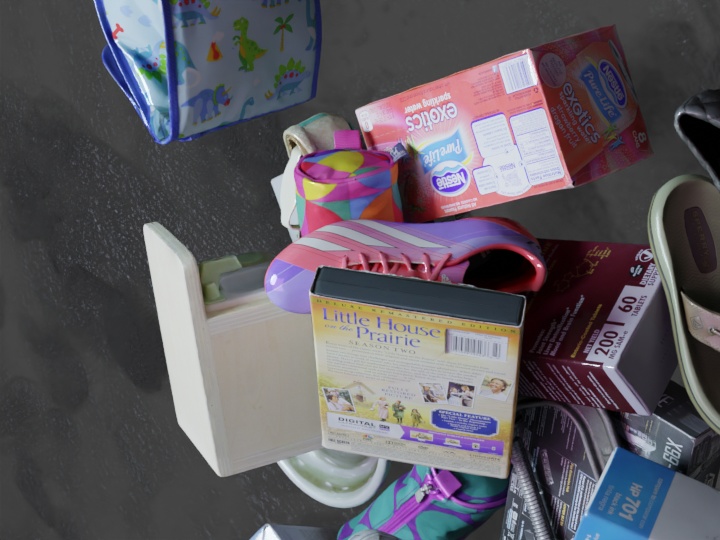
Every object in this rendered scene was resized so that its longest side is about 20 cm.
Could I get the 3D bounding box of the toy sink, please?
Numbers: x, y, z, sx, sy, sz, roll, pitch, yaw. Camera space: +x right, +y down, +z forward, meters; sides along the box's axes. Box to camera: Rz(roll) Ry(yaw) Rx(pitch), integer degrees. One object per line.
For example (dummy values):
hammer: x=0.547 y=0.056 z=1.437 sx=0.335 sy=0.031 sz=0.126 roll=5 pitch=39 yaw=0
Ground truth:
toy sink: x=-0.104 y=0.053 z=1.343 sx=0.130 sy=0.112 sz=0.200 roll=-146 pitch=44 yaw=-62

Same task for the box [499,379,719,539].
box: x=0.190 y=0.163 z=1.191 sx=0.158 sy=0.050 sz=0.200 roll=31 pitch=128 yaw=38

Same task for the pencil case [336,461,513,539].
pencil case: x=0.053 y=0.209 z=1.339 sx=0.200 sy=0.092 sz=0.085 roll=-52 pitch=56 yaw=46

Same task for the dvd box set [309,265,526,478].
dvd box set: x=0.041 y=0.077 z=1.109 sx=0.146 sy=0.029 sz=0.200 roll=8 pitch=143 yaw=9

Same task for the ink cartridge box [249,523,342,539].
ink cartridge box: x=-0.025 y=0.310 z=1.433 sx=0.076 sy=0.200 sz=0.136 roll=-45 pitch=65 yaw=13

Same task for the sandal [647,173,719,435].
sandal: x=0.248 y=0.031 z=1.032 sx=0.201 sy=0.080 sz=0.057 roll=69 pitch=159 yaw=3

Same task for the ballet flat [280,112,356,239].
ballet flat: x=-0.037 y=-0.027 z=1.234 sx=0.067 sy=0.062 sz=0.200 roll=21 pitch=121 yaw=49

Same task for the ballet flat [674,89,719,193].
ballet flat: x=0.267 y=-0.029 z=1.007 sx=0.200 sy=0.057 sz=0.066 roll=58 pitch=141 yaw=14

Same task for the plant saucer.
plant saucer: x=-0.028 y=0.118 z=1.433 sx=0.200 sy=0.050 sz=0.200 roll=25 pitch=124 yaw=43

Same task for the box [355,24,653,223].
box: x=0.102 y=-0.102 z=1.143 sx=0.200 sy=0.095 sz=0.103 roll=-13 pitch=95 yaw=52

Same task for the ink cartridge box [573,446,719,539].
ink cartridge box: x=0.239 y=0.233 z=1.074 sx=0.200 sy=0.086 sz=0.146 roll=23 pitch=126 yaw=14

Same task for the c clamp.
c clamp: x=0.147 y=0.174 z=1.184 sx=0.171 sy=0.027 sz=0.200 roll=-4 pitch=104 yaw=51

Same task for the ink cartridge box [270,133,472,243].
ink cartridge box: x=0.024 y=-0.012 z=1.286 sx=0.147 sy=0.083 sz=0.200 roll=-22 pitch=87 yaw=52

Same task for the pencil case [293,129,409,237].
pencil case: x=0.000 y=0.000 z=1.179 sx=0.088 sy=0.088 sz=0.200 roll=18 pitch=122 yaw=45

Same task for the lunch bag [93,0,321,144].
lunch bag: x=-0.126 y=-0.220 z=1.306 sx=0.127 sy=0.170 sz=0.200 roll=-4 pitch=104 yaw=51

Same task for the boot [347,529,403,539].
boot: x=0.079 y=0.270 z=1.257 sx=0.096 sy=0.200 sz=0.074 roll=25 pitch=93 yaw=56

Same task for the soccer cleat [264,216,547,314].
soccer cleat: x=0.034 y=0.000 z=1.099 sx=0.076 sy=0.200 sz=0.067 roll=-124 pitch=30 yaw=-65

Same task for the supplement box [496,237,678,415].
supplement box: x=0.142 y=0.035 z=1.133 sx=0.200 sy=0.109 sz=0.061 roll=4 pitch=145 yaw=47
